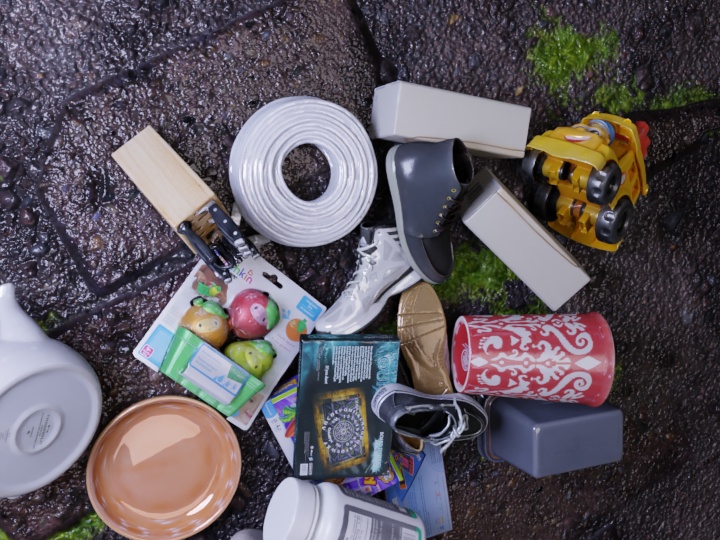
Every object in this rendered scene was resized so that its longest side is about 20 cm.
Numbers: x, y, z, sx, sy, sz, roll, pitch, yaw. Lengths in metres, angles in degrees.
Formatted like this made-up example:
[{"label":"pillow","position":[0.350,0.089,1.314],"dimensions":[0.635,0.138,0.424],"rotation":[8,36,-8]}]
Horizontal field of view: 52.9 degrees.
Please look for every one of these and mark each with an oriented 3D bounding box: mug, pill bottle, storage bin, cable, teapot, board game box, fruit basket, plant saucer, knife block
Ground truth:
[{"label":"mug","position":[0.234,0.131,1.041],"dimensions":[0.198,0.178,0.134],"rotation":[2,67,-7]},{"label":"pill bottle","position":[-0.021,0.352,0.969],"dimensions":[0.199,0.113,0.114],"rotation":[26,88,-22]},{"label":"storage bin","position":[0.298,0.233,1.106],"dimensions":[0.199,0.134,0.147],"rotation":[-6,99,-19]},{"label":"cable","position":[-0.075,-0.131,0.963],"dimensions":[0.198,0.069,0.202],"rotation":[-5,99,-18]},{"label":"teapot","position":[-0.416,0.158,0.850],"dimensions":[0.200,0.145,0.198],"rotation":[-48,144,-27]},{"label":"board game box","position":[-0.041,0.236,1.025],"dimensions":[0.134,0.045,0.201],"rotation":[-26,105,-4]},{"label":"fruit basket","position":[-0.163,0.080,0.950],"dimensions":[0.185,0.094,0.200],"rotation":[40,80,-19]},{"label":"board game box","position":[0.080,0.316,1.102],"dimensions":[0.102,0.019,0.202],"rotation":[-12,101,-18]},{"label":"plant saucer","position":[-0.261,0.262,0.969],"dimensions":[0.199,0.037,0.202],"rotation":[-3,98,-18]},{"label":"board game box","position":[-0.020,0.184,0.974],"dimensions":[0.134,0.028,0.202],"rotation":[2,104,-13]},{"label":"knife block","position":[-0.207,-0.079,0.868],"dimensions":[0.064,0.175,0.200],"rotation":[-40,107,-11]}]

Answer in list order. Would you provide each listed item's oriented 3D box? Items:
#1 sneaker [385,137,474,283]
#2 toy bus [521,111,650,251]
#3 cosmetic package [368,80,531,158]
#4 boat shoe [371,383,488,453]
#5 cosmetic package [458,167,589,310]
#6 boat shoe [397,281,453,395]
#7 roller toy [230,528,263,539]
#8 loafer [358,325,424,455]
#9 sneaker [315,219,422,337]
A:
[{"label":"sneaker","position":[0.107,-0.074,0.958],"dimensions":[0.075,0.106,0.201],"rotation":[-38,116,-43]},{"label":"toy bus","position":[0.348,-0.158,1.047],"dimensions":[0.192,0.135,0.200],"rotation":[-50,139,-12]},{"label":"cosmetic package","position":[0.123,-0.206,1.004],"dimensions":[0.199,0.103,0.074],"rotation":[5,96,-19]},{"label":"boat shoe","position":[0.108,0.202,0.971],"dimensions":[0.199,0.068,0.074],"rotation":[26,100,-36]},{"label":"cosmetic package","position":[0.230,-0.046,1.047],"dimensions":[0.200,0.104,0.073],"rotation":[40,106,-20]},{"label":"boat shoe","position":[0.094,0.116,1.058],"dimensions":[0.070,0.069,0.202],"rotation":[-8,92,4]},{"label":"roller toy","position":[-0.123,0.441,0.963],"dimensions":[0.199,0.182,0.140],"rotation":[34,86,14]},{"label":"loafer","position":[0.045,0.169,1.034],"dimensions":[0.072,0.072,0.201],"rotation":[-27,94,-15]},{"label":"sneaker","position":[0.000,0.000,0.996],"dimensions":[0.200,0.076,0.116],"rotation":[-38,119,-20]}]
